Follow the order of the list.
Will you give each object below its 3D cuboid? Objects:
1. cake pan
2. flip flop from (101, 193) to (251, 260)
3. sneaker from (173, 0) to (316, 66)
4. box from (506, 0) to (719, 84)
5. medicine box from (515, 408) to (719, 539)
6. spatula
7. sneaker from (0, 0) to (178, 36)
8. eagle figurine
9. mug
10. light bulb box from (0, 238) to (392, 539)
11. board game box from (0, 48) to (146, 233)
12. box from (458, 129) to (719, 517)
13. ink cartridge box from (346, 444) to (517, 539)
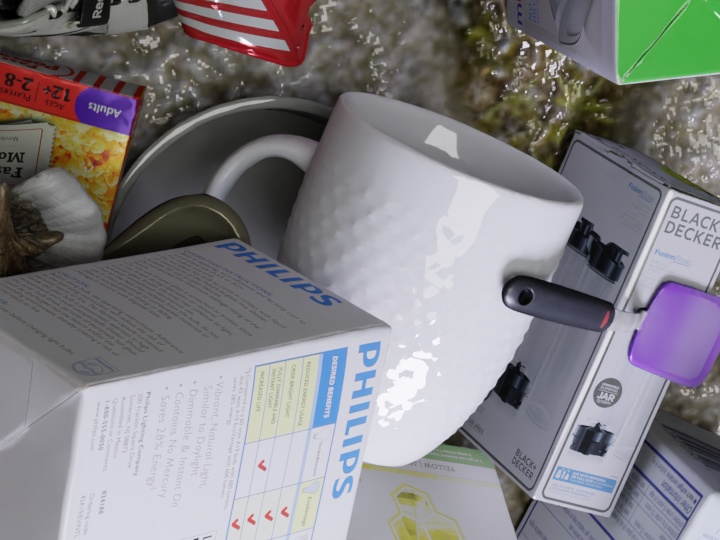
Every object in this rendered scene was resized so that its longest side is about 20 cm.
[{"bbox_3d":[-0.060,-0.008,1.310,0.199,0.037,0.201,-5,109,-15],"label":"cake pan"},{"bbox_3d":[-0.139,0.039,1.200,0.200,0.058,0.081,-40,107,3],"label":"flip flop"},{"bbox_3d":[-0.027,-0.186,1.244,0.199,0.078,0.116,-24,128,-24],"label":"sneaker"},{"bbox_3d":[0.151,-0.221,1.228,0.096,0.176,0.201,-7,109,-15],"label":"box"},{"bbox_3d":[0.169,0.201,1.364,0.103,0.182,0.201,24,99,-21],"label":"medicine box"},{"bbox_3d":[0.142,0.026,1.239,0.200,0.021,0.057,14,104,-49],"label":"spatula"},{"bbox_3d":[-0.161,-0.156,1.207,0.199,0.089,0.075,-8,108,-16],"label":"sneaker"},{"bbox_3d":[-0.248,-0.031,1.157,0.152,0.199,0.151,-51,140,-22],"label":"eagle figurine"},{"bbox_3d":[0.000,0.000,1.245,0.199,0.148,0.176,25,104,9],"label":"mug"},{"bbox_3d":[-0.111,0.105,1.121,0.199,0.125,0.199,-10,120,-45],"label":"light bulb box"},{"bbox_3d":[-0.216,-0.023,1.237,0.151,0.046,0.201,14,103,-4],"label":"board game box"},{"bbox_3d":[0.139,0.030,1.334,0.060,0.117,0.201,16,101,-29],"label":"box"},{"bbox_3d":[0.031,0.187,1.306,0.145,0.201,0.048,12,131,-29],"label":"ink cartridge box"}]
